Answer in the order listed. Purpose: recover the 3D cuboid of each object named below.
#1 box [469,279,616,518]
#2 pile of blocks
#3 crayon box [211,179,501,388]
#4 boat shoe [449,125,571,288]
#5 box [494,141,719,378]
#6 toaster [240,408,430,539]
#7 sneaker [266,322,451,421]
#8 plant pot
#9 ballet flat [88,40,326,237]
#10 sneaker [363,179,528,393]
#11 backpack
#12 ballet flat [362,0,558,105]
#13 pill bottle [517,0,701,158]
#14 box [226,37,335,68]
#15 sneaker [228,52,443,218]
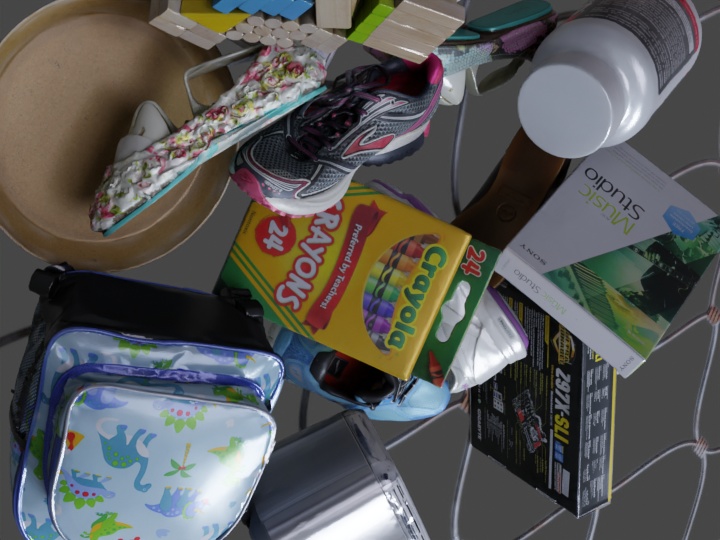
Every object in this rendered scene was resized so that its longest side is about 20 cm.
[{"bbox_3d":[0.166,0.104,0.982,0.049,0.159,0.201,-16,115,-30],"label":"box"},{"bbox_3d":[-0.034,-0.185,0.672,0.199,0.082,0.062,3,70,-3],"label":"pile of blocks"},{"bbox_3d":[0.000,0.000,0.826,0.199,0.051,0.127,23,93,-1],"label":"crayon box"},{"bbox_3d":[0.131,-0.047,0.961,0.200,0.070,0.070,-54,168,1],"label":"boat shoe"},{"bbox_3d":[0.221,-0.021,0.904,0.200,0.144,0.036,-45,170,-36],"label":"box"},{"bbox_3d":[-0.025,0.203,0.890,0.129,0.114,0.200,-28,132,-6],"label":"toaster"},{"bbox_3d":[0.009,0.099,0.913,0.199,0.090,0.079,21,95,-39],"label":"sneaker"},{"bbox_3d":[-0.180,-0.098,0.749,0.199,0.027,0.201,-14,115,-31],"label":"plant pot"},{"bbox_3d":[-0.115,-0.103,0.729,0.200,0.076,0.064,-35,103,-6],"label":"ballet flat"},{"bbox_3d":[0.053,0.015,0.892,0.099,0.075,0.200,-37,92,7],"label":"sneaker"},{"bbox_3d":[-0.159,0.121,0.754,0.182,0.147,0.201,9,118,-23],"label":"backpack"},{"bbox_3d":[0.090,-0.179,0.886,0.199,0.069,0.072,-19,120,-33],"label":"ballet flat"},{"bbox_3d":[0.211,-0.173,0.901,0.200,0.110,0.111,-43,130,-45],"label":"pill bottle"},{"bbox_3d":[-0.090,-0.229,0.743,0.200,0.060,0.117,24,92,-38],"label":"box"},{"bbox_3d":[-0.017,-0.109,0.778,0.200,0.081,0.075,-37,161,-37],"label":"sneaker"}]
